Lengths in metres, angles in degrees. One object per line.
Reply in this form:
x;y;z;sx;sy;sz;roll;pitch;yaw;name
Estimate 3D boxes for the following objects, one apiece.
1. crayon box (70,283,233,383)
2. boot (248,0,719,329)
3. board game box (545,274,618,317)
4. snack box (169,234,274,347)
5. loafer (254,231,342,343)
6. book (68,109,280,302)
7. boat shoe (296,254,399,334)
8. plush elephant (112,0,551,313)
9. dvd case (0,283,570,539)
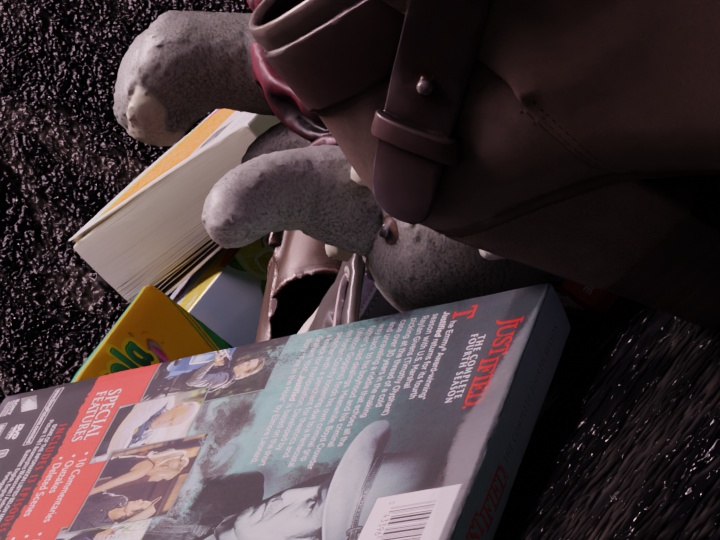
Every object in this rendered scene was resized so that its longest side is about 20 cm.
-0.078;0.093;1.119;0.058;0.119;0.200;-51;4;23;crayon box
0.068;-0.075;0.668;0.200;0.146;0.070;-51;7;32;boot
0.089;-0.029;0.978;0.103;0.019;0.200;-55;4;-4;board game box
-0.064;0.037;1.312;0.200;0.068;0.169;-50;6;3;snack box
0.000;0.000;1.083;0.071;0.073;0.201;122;157;-82;loafer
-0.039;-0.066;1.238;0.134;0.048;0.200;-49;8;-28;book
0.026;-0.013;1.033;0.057;0.067;0.201;-25;36;54;boat shoe
0.009;-0.045;0.913;0.165;0.199;0.155;112;166;-48;plush elephant
-0.046;0.068;0.837;0.199;0.022;0.146;-14;28;26;dvd case
